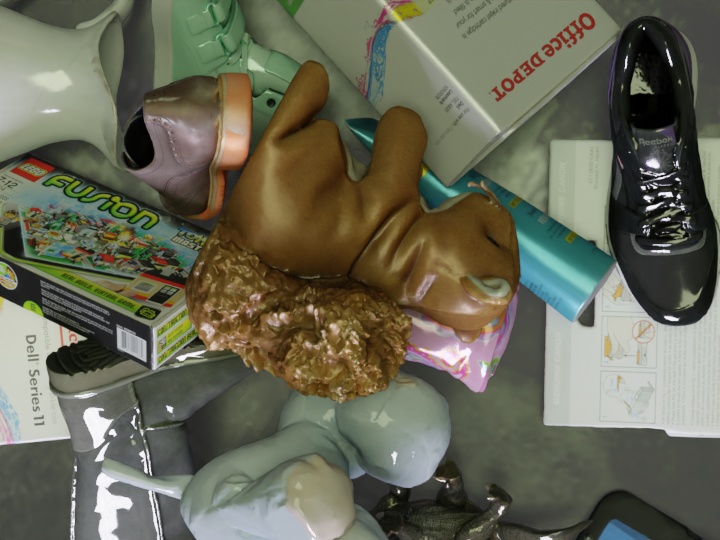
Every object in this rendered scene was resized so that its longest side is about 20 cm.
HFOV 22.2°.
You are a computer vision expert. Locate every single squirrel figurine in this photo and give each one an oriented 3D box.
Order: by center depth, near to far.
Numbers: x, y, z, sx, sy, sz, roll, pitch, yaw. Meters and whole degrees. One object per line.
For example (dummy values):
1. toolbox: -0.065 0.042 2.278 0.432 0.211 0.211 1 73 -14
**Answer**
1. squirrel figurine: 0.000 0.000 1.132 0.186 0.142 0.201 29 64 -4

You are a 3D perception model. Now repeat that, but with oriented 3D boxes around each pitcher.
1. pitcher: -0.253 -0.148 1.247 0.198 0.122 0.173 1 59 3

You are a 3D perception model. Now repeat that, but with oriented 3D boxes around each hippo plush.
1. hippo plush: -0.020 0.140 1.159 0.199 0.161 0.160 1 126 42

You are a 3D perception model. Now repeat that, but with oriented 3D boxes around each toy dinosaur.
1. toy dinosaur: 0.053 0.178 1.243 0.198 0.103 0.077 -12 50 -8

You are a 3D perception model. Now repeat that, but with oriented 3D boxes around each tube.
1. tube: 0.077 -0.043 1.226 0.199 0.077 0.051 36 98 9

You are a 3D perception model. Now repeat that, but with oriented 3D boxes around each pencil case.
1. pencil case: 0.007 0.013 1.240 0.198 0.087 0.088 19 91 4

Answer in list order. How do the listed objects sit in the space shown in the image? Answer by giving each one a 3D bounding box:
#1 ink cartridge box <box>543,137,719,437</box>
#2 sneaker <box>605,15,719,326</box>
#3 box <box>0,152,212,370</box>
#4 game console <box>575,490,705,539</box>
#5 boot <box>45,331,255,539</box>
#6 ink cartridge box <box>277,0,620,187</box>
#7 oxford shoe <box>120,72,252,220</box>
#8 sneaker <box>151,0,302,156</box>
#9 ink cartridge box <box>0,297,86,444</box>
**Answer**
1. ink cartridge box: 0.215 0.011 1.245 0.172 0.044 0.202 2 90 15
2. sneaker: 0.188 -0.063 1.185 0.075 0.088 0.202 -8 88 13
3. box: -0.180 -0.010 1.204 0.199 0.110 0.035 22 129 25
4. game console: 0.188 0.259 1.179 0.116 0.176 0.201 36 79 -12
5. boot: -0.119 0.129 1.223 0.180 0.073 0.202 -13 114 -10
6. ink cartridge box: 0.050 -0.177 1.202 0.200 0.084 0.145 48 55 2
7. oxford shoe: -0.117 -0.080 1.159 0.072 0.200 0.072 2 74 -12
8. sneaker: -0.076 -0.160 1.211 0.117 0.074 0.202 8 134 3
9. ink cartridge box: -0.232 0.058 1.260 0.198 0.067 0.118 -6 90 3
